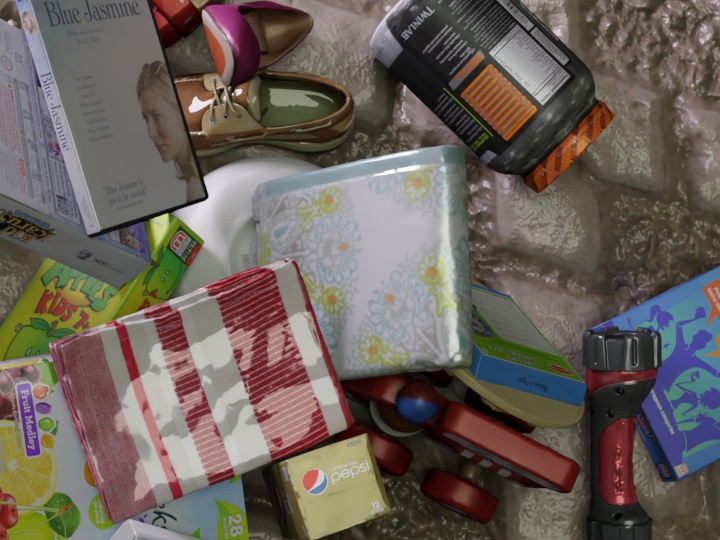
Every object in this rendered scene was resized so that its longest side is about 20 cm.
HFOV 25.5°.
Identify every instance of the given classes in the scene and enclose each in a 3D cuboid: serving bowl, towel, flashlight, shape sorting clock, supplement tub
[{"bbox_3d":[-0.074,-0.005,1.349,0.200,0.066,0.200,1,82,-7],"label":"serving bowl"},{"bbox_3d":[0.000,0.000,1.246,0.048,0.200,0.172,7,77,-53],"label":"towel"},{"bbox_3d":[0.223,0.150,1.344,0.068,0.068,0.200,-1,94,17],"label":"flashlight"},{"bbox_3d":[-0.117,0.088,1.192,0.200,0.023,0.144,-20,96,-13],"label":"towel"},{"bbox_3d":[0.103,0.059,1.313,0.200,0.200,0.039,35,108,-3],"label":"shape sorting clock"},{"bbox_3d":[0.116,-0.169,1.371,0.200,0.123,0.123,45,78,-1],"label":"supplement tub"}]

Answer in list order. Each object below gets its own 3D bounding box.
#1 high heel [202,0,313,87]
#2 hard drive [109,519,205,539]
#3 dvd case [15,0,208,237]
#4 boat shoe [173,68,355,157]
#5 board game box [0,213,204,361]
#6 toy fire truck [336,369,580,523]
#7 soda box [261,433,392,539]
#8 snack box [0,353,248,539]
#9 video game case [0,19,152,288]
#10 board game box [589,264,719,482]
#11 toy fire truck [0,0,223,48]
[{"bbox_3d":[-0.079,-0.198,1.309,0.096,0.200,0.068,-15,106,-4],"label":"high heel"},{"bbox_3d":[-0.135,0.268,1.239,0.200,0.027,0.132,25,112,-39],"label":"hard drive"},{"bbox_3d":[-0.192,-0.136,1.243,0.018,0.143,0.200,-13,96,33],"label":"dvd case"},{"bbox_3d":[-0.100,-0.143,1.356,0.200,0.074,0.076,-3,75,-10],"label":"boat shoe"},{"bbox_3d":[-0.226,0.034,1.303,0.102,0.048,0.200,23,76,36],"label":"board game box"},{"bbox_3d":[0.072,0.125,1.300,0.200,0.168,0.112,29,79,-4],"label":"toy fire truck"},{"bbox_3d":[-0.030,0.174,1.261,0.068,0.200,0.064,-18,85,-11],"label":"soda box"},{"bbox_3d":[-0.197,0.142,1.223,0.200,0.068,0.169,-10,95,-23],"label":"snack box"},{"bbox_3d":[-0.258,-0.101,1.250,0.045,0.181,0.200,-36,51,26],"label":"video game case"},{"bbox_3d":[0.325,0.075,1.407,0.200,0.045,0.152,-26,86,-12],"label":"board game box"},{"bbox_3d":[-0.234,-0.246,1.340,0.200,0.129,0.176,-43,90,0],"label":"toy fire truck"}]
